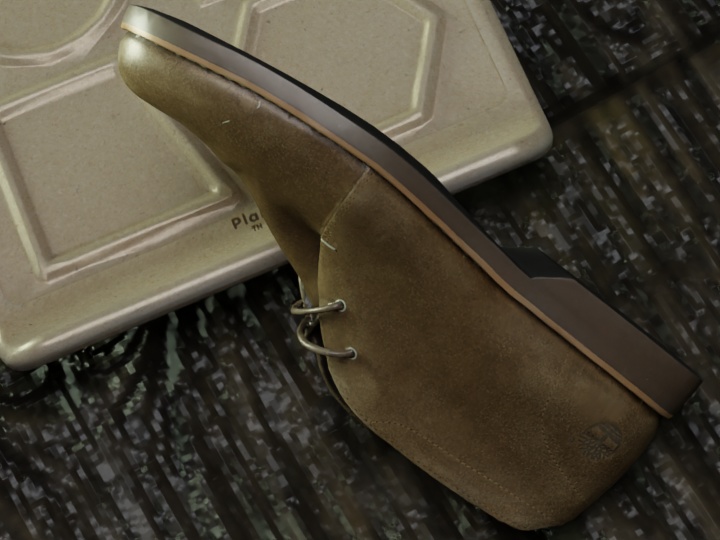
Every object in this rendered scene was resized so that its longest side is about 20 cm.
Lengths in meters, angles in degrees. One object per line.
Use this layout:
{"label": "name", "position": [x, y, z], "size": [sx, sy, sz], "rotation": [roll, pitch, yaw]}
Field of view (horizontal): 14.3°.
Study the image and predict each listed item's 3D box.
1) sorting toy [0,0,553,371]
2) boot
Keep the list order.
{"label": "sorting toy", "position": [-0.056, -0.076, 0.932], "size": [0.185, 0.036, 0.200], "rotation": [-22, 60, -2]}
{"label": "boot", "position": [0.000, 0.000, 0.837], "size": [0.200, 0.074, 0.075], "rotation": [38, 95, -5]}
